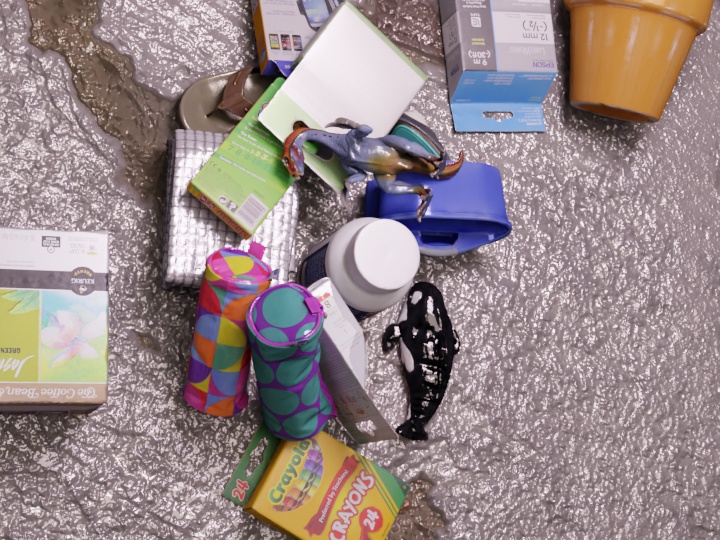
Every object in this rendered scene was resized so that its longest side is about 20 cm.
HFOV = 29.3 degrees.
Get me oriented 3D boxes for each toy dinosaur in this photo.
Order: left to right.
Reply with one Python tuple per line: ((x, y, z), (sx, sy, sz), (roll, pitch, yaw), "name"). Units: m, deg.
((0.004, -0.125, 1.634), (0.180, 0.200, 0.106), (23, 102, 17), "toy dinosaur")

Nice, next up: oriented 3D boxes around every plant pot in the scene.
((0.363, -0.303, 1.866), (0.198, 0.200, 0.186), (12, 91, -17), "plant pot")

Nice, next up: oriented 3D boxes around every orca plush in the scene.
((0.081, 0.110, 1.736), (0.104, 0.071, 0.202), (23, 73, -14), "orca plush")

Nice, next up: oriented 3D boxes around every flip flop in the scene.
((-0.138, -0.221, 1.731), (0.198, 0.058, 0.082), (-18, 86, -22), "flip flop")

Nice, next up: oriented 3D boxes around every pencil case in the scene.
((-0.153, 0.070, 1.604), (0.087, 0.089, 0.202), (7, 118, -18), "pencil case")
((-0.077, 0.109, 1.580), (0.091, 0.201, 0.086), (-9, 51, -5), "pencil case")

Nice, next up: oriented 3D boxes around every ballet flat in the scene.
((0.042, -0.192, 1.786), (0.198, 0.073, 0.074), (30, 71, -5), "ballet flat")

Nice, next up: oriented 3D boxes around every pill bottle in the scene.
((0.000, 0.000, 1.660), (0.109, 0.200, 0.113), (4, 78, -18), "pill bottle")

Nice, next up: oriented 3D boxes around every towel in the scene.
((-0.161, -0.062, 1.680), (0.163, 0.085, 0.203), (6, 76, -20), "towel")

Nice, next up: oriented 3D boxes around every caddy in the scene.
((0.094, -0.069, 1.740), (0.197, 0.141, 0.107), (1, 76, -18), "caddy")

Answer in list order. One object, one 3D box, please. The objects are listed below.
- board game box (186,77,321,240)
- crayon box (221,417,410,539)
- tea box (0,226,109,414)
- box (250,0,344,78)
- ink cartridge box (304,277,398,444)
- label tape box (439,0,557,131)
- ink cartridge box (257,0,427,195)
((-0.116, -0.137, 1.651), (0.095, 0.030, 0.201), (40, 60, -8), "board game box")
((-0.053, 0.268, 1.669), (0.199, 0.051, 0.128), (32, 71, -11), "crayon box")
((-0.388, 0.059, 1.546), (0.197, 0.133, 0.200), (1, 79, -19), "tea box")
((-0.077, -0.320, 1.757), (0.117, 0.042, 0.203), (1, 67, -21), "box")
((-0.021, 0.111, 1.651), (0.050, 0.162, 0.201), (-38, 93, -20), "ink cartridge box")
((0.189, -0.293, 1.858), (0.141, 0.066, 0.203), (-2, 78, -20), "label tape box")
((-0.026, -0.209, 1.690), (0.145, 0.048, 0.201), (41, 71, -15), "ink cartridge box")
